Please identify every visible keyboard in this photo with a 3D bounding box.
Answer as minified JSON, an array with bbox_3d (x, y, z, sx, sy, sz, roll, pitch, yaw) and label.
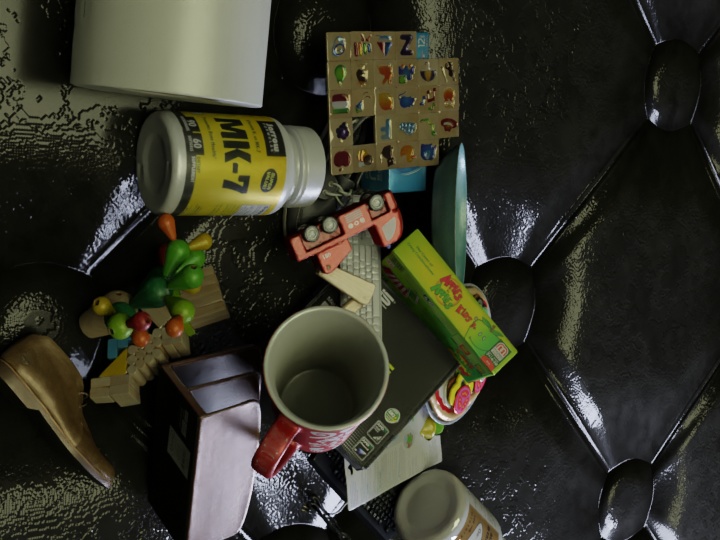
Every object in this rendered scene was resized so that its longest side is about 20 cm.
[{"bbox_3d":[-0.009,0.313,1.388,0.127,0.020,0.201,-49,122,-18],"label":"keyboard"},{"bbox_3d":[0.000,0.000,1.289,0.055,0.011,0.204,3,75,-14],"label":"keyboard"}]

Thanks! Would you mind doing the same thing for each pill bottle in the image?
[{"bbox_3d":[0.141,0.382,1.447,0.115,0.114,0.200,-54,132,-15],"label":"pill bottle"},{"bbox_3d":[-0.146,-0.121,1.150,0.197,0.114,0.117,-3,101,-35],"label":"pill bottle"}]

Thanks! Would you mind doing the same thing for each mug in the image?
[{"bbox_3d":[-0.064,0.142,1.129,0.175,0.200,0.135,-25,75,-14],"label":"mug"}]

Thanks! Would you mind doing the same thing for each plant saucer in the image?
[{"bbox_3d":[0.119,-0.069,1.342,0.200,0.035,0.204,0,90,-80],"label":"plant saucer"}]

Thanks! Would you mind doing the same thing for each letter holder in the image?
[{"bbox_3d":[-0.159,0.205,1.172,0.140,0.100,0.203,-12,126,-35],"label":"letter holder"}]

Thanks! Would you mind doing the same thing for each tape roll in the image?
[{"bbox_3d":[-0.193,-0.250,1.038,0.200,0.202,0.142,2,98,-36],"label":"tape roll"}]

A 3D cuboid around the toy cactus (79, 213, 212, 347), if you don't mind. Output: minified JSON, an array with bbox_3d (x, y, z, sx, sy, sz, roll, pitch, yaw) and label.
[{"bbox_3d":[-0.243,0.026,1.086,0.103,0.163,0.201,55,27,-23],"label":"toy cactus"}]

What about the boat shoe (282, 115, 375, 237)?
[{"bbox_3d":[-0.036,-0.114,1.262,0.072,0.062,0.203,29,81,-35],"label":"boat shoe"}]

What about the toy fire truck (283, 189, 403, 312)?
[{"bbox_3d":[-0.026,0.002,1.228,0.198,0.049,0.143,-26,102,-12],"label":"toy fire truck"}]

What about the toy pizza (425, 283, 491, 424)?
[{"bbox_3d":[0.145,0.120,1.418,0.199,0.031,0.204,-20,114,-52],"label":"toy pizza"}]

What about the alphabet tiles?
[{"bbox_3d":[0.044,-0.212,1.253,0.197,0.008,0.170,-9,103,-32],"label":"alphabet tiles"}]

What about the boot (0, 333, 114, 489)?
[{"bbox_3d":[-0.321,0.157,1.107,0.076,0.073,0.202,-46,120,-31],"label":"boot"}]

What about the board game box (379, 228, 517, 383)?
[{"bbox_3d":[0.108,0.049,1.298,0.047,0.102,0.201,-39,89,-17],"label":"board game box"}]

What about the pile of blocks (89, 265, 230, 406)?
[{"bbox_3d":[-0.235,0.079,1.166,0.200,0.082,0.062,-42,160,-14],"label":"pile of blocks"}]

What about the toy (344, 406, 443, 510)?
[{"bbox_3d":[0.036,0.237,1.382,0.198,0.047,0.117,-15,106,-43],"label":"toy"}]

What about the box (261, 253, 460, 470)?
[{"bbox_3d":[-0.002,0.117,1.287,0.193,0.048,0.200,-43,91,-19],"label":"box"}]

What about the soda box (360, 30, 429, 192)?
[{"bbox_3d":[0.044,-0.205,1.299,0.063,0.067,0.204,-7,103,-33],"label":"soda box"}]
